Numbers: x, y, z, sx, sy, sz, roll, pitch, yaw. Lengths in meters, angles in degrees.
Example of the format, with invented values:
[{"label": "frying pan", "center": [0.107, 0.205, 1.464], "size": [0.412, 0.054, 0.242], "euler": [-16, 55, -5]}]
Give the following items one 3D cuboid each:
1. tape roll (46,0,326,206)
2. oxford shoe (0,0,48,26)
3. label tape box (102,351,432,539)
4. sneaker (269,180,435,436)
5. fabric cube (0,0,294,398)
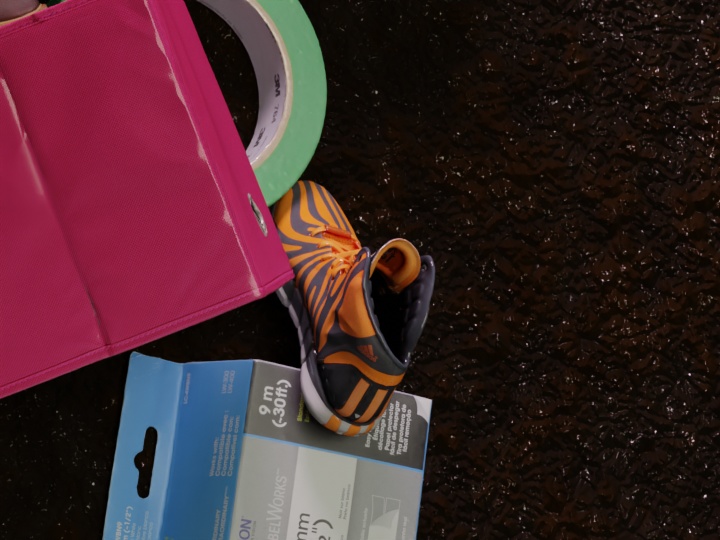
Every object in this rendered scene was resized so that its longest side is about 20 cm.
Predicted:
[{"label": "tape roll", "center": [-0.121, -0.123, 1.692], "size": [0.200, 0.048, 0.201], "euler": [5, 78, -26]}, {"label": "oxford shoe", "center": [-0.259, -0.162, 1.533], "size": [0.200, 0.071, 0.073], "euler": [-19, 90, -61]}, {"label": "label tape box", "center": [-0.059, 0.138, 1.667], "size": [0.200, 0.066, 0.144], "euler": [14, 75, -25]}, {"label": "sneaker", "center": [0.000, 0.000, 1.659], "size": [0.077, 0.112, 0.200], "euler": [6, 49, -30]}, {"label": "fabric cube", "center": [-0.170, -0.049, 1.531], "size": [0.200, 0.196, 0.200], "euler": [-21, 91, 4]}]
